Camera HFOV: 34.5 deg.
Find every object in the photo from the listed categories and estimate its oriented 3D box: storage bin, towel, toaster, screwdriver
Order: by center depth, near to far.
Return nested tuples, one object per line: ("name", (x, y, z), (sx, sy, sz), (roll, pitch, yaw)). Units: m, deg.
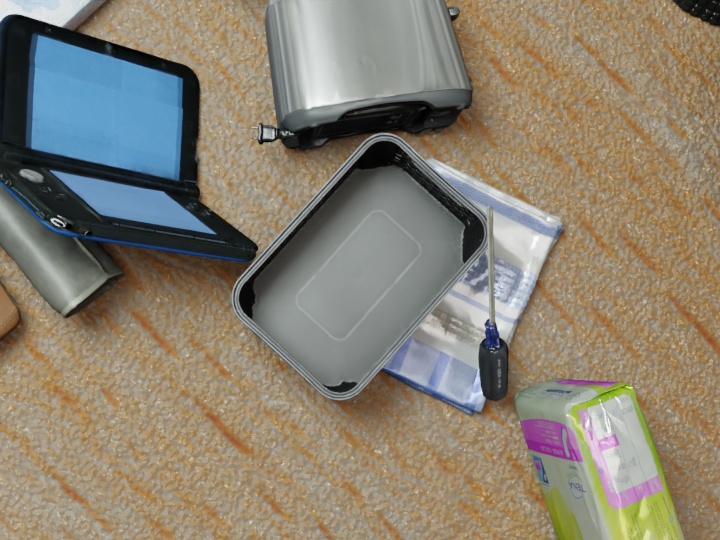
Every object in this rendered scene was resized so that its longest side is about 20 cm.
("screwdriver", (0.106, 0.030, 0.971), (0.029, 0.028, 0.200), (-2, 125, 13))
("storage bin", (0.000, 0.000, 0.984), (0.135, 0.094, 0.200), (42, 85, 2))
("toaster", (-0.006, -0.181, 1.001), (0.199, 0.114, 0.130), (-9, 84, -9))
("towel", (0.084, 0.013, 1.047), (0.147, 0.024, 0.200), (26, 82, -7))

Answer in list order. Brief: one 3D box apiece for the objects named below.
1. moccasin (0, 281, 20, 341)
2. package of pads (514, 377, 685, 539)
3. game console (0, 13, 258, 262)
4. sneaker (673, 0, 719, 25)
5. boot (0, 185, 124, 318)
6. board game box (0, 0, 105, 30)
("moccasin", (-0.361, -0.018, 0.936), (0.078, 0.074, 0.202), (-38, 103, -48))
("package of pads", (0.208, 0.193, 0.991), (0.068, 0.154, 0.201), (-19, 90, -11))
("game console", (-0.179, -0.101, 0.915), (0.200, 0.171, 0.119), (8, 110, -47))
("sneaker", (0.374, -0.278, 1.108), (0.200, 0.076, 0.088), (26, 67, -12))
("boot", (-0.290, -0.046, 0.916), (0.072, 0.182, 0.200), (-30, 92, 23))
("board game box", (-0.292, -0.303, 0.988), (0.200, 0.043, 0.199), (44, 80, -5))
